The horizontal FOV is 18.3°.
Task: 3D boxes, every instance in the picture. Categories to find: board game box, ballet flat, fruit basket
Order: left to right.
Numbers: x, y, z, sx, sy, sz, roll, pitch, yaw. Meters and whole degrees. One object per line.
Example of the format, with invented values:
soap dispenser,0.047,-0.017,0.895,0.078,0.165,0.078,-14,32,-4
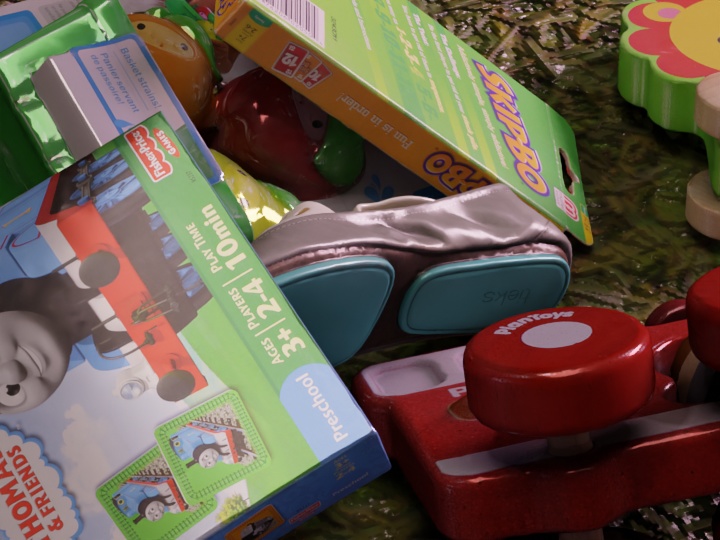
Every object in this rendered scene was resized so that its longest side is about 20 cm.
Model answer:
board game box,-0.113,0.057,0.752,0.199,0.037,0.152,-32,63,-6
fruit basket,-0.058,-0.059,0.947,0.199,0.094,0.186,-21,69,-29
ballet flat,0.000,0.000,0.884,0.199,0.068,0.064,-6,43,-42
board game box,0.021,-0.082,0.974,0.200,0.030,0.096,31,32,-24

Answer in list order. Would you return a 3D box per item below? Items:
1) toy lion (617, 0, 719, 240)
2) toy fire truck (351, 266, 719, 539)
toy lion,0.219,-0.087,1.031,0.199,0.069,0.192,1,32,4
toy fire truck,0.106,0.050,0.837,0.199,0.113,0.168,-13,19,-9
